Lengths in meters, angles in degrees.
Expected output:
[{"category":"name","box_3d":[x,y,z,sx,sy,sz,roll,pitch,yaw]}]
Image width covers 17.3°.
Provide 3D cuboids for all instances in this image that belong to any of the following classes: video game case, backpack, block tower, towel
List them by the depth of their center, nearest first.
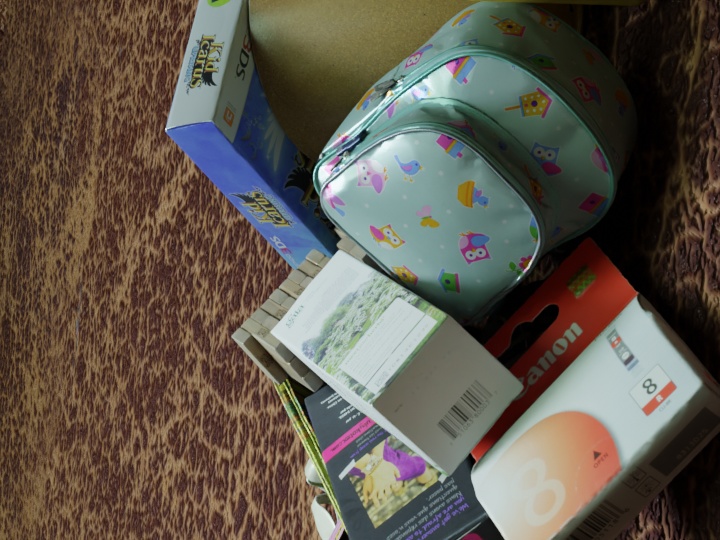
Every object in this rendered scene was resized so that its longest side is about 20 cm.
[{"category":"backpack","box_3d":[0.082,-0.074,1.598,0.200,0.176,0.153,-42,7,31]},{"category":"block tower","box_3d":[0.000,0.000,1.731,0.200,0.054,0.058,-47,36,-10]},{"category":"towel","box_3d":[-0.007,0.151,1.756,0.018,0.086,0.200,-36,62,17]},{"category":"video game case","box_3d":[-0.057,-0.123,1.757,0.045,0.200,0.181,-8,54,30]}]

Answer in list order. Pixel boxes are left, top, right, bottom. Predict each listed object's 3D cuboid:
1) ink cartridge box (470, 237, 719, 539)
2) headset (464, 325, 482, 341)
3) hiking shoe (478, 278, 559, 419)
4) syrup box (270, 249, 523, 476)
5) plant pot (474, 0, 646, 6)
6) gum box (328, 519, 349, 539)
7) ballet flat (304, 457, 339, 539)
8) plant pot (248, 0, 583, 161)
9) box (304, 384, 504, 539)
[{"category":"ink cartridge box","box_3d":[0.129,0.079,1.515,0.162,0.050,0.200,-47,44,11]},{"category":"headset","box_3d":[0.029,0.057,1.827,0.200,0.123,0.094,111,161,-73]},{"category":"hiking shoe","box_3d":[0.123,0.058,1.629,0.200,0.076,0.101,-151,65,-69]},{"category":"syrup box","box_3d":[0.021,0.059,1.599,0.079,0.081,0.200,-49,24,-5]},{"category":"plant pot","box_3d":[0.137,-0.281,1.544,0.176,0.200,0.200,107,159,-54]},{"category":"gum box","box_3d":[-0.016,0.265,1.816,0.200,0.066,0.114,-62,0,-22]},{"category":"ballet flat","box_3d":[-0.012,0.181,1.972,0.200,0.069,0.069,-107,30,-47]},{"category":"plant pot","box_3d":[0.051,-0.181,1.713,0.200,0.186,0.187,-8,74,31]},{"category":"box","box_3d":[0.052,0.159,1.678,0.106,0.122,0.200,-33,41,12]}]
